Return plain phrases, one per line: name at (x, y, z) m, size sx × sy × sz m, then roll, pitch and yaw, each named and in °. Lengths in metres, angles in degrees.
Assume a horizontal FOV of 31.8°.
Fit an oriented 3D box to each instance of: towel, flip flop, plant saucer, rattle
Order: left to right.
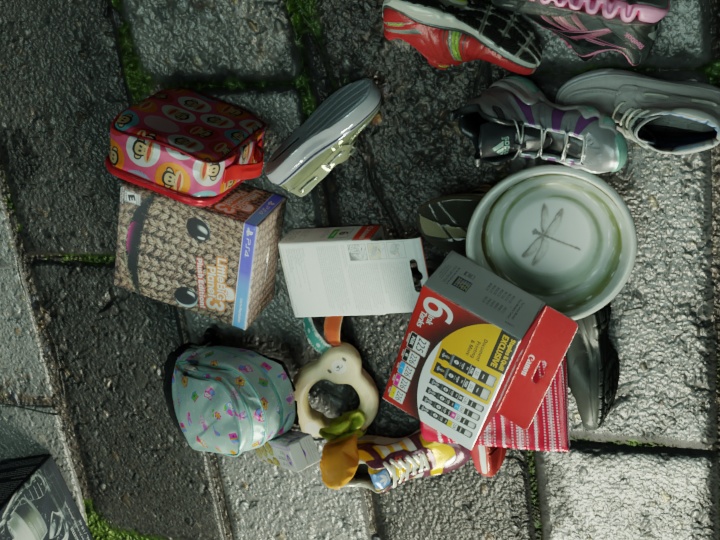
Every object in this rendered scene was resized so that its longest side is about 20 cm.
rattle at (-0.045, 0.164, 1.695) m, size 0.130 × 0.143 × 0.201 m, roll 15°, pitch 122°, yaw 18°
towel at (0.164, 0.157, 1.600) m, size 0.199 × 0.022 × 0.146 m, roll 1°, pitch 106°, yaw 25°
flip flop at (0.167, -0.076, 1.541) m, size 0.199 × 0.058 × 0.081 m, roll -17°, pitch 113°, yaw 11°
plant saucer at (0.224, -0.036, 1.494) m, size 0.199 × 0.050 × 0.201 m, roll 3°, pitch 115°, yaw 6°

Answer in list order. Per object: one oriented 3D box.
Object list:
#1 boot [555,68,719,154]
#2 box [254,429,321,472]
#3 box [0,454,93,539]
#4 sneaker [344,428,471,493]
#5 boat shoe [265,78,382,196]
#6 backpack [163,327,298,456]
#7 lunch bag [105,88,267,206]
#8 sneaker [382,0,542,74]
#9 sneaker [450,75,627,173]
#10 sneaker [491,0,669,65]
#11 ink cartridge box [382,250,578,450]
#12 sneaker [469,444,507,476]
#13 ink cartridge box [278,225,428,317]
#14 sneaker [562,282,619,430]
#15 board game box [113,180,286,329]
boot at (0.308, -0.175, 1.406) m, size 0.199 × 0.096 × 0.074 m, roll 4°, pitch 117°, yaw 20°
box at (-0.106, 0.244, 1.746) m, size 0.042 × 0.039 × 0.200 m, roll 68°, pitch 161°, yaw -5°
box at (-0.541, 0.431, 1.995) m, size 0.123 × 0.197 × 0.201 m, roll -12°, pitch 111°, yaw 26°
sneaker at (0.057, 0.267, 1.735) m, size 0.199 × 0.090 × 0.075 m, roll -14°, pitch 110°, yaw 27°
boat shoe at (-0.036, -0.165, 1.576) m, size 0.062 × 0.072 × 0.200 m, roll 34°, pitch 130°, yaw -27°
backpack at (-0.178, 0.181, 1.732) m, size 0.199 × 0.126 × 0.168 m, roll 3°, pitch 117°, yaw 46°
lunch bag at (-0.199, -0.153, 1.561) m, size 0.175 × 0.200 × 0.082 m, roll 20°, pitch 117°, yaw 12°
sneaker at (0.116, -0.266, 1.461) m, size 0.199 × 0.077 × 0.085 m, roll 26°, pitch 134°, yaw 16°
sneaker at (0.185, -0.142, 1.406) m, size 0.200 × 0.140 × 0.078 m, roll 30°, pitch 135°, yaw 40°
sneaker at (0.236, -0.276, 1.404) m, size 0.199 × 0.079 × 0.096 m, roll 15°, pitch 132°, yaw 16°
ink cartridge box at (0.140, 0.107, 1.507) m, size 0.175 × 0.084 × 0.201 m, roll 29°, pitch 133°, yaw 14°
sneaker at (0.130, 0.173, 1.679) m, size 0.115 × 0.078 × 0.201 m, roll 2°, pitch 104°, yaw 30°
ink cartridge box at (0.000, 0.000, 1.647) m, size 0.199 × 0.050 × 0.110 m, roll -2°, pitch 114°, yaw 22°
sneaker at (0.271, 0.103, 1.585) m, size 0.090 × 0.076 × 0.201 m, roll -1°, pitch 106°, yaw 29°
board game box at (-0.215, -0.037, 1.685) m, size 0.199 × 0.097 × 0.160 m, roll 17°, pitch 121°, yaw 13°
